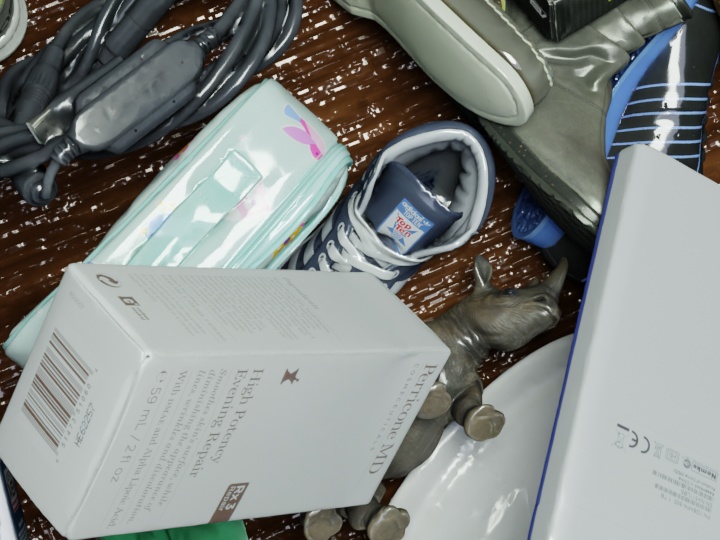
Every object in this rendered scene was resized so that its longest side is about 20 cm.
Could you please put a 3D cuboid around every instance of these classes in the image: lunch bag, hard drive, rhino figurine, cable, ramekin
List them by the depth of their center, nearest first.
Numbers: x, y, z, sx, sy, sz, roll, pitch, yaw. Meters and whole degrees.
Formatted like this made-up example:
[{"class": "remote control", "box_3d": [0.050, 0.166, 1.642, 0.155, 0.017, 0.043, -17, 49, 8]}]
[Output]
[{"class": "hard drive", "box_3d": [0.156, 0.057, 0.818, 0.131, 0.025, 0.201, 26, 65, -21]}, {"class": "lunch bag", "box_3d": [-0.091, -0.003, 0.888, 0.077, 0.160, 0.200, 43, 85, -5]}, {"class": "cable", "box_3d": [-0.115, -0.108, 0.892, 0.200, 0.163, 0.051, -43, 117, -17]}, {"class": "ramekin", "box_3d": [0.101, 0.139, 0.899, 0.105, 0.200, 0.200, 43, 86, -14]}, {"class": "rhino figurine", "box_3d": [0.038, 0.062, 0.938, 0.200, 0.087, 0.060, -46, 114, 1]}]

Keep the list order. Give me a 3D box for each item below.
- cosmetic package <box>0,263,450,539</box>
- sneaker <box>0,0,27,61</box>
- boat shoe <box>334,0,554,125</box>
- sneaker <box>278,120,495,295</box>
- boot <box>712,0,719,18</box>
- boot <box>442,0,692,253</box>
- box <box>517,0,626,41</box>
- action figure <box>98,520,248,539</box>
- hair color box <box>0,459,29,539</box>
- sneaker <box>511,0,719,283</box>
[{"class": "cosmetic package", "box_3d": [-0.059, 0.058, 0.805, 0.199, 0.074, 0.102, 1, 123, -47]}, {"class": "sneaker", "box_3d": [-0.238, -0.201, 0.905, 0.073, 0.087, 0.201, -28, 93, -5]}, {"class": "boat shoe", "box_3d": [0.038, -0.147, 0.905, 0.060, 0.072, 0.202, -35, 50, -13]}, {"class": "sneaker", "box_3d": [0.000, 0.000, 0.924, 0.070, 0.108, 0.200, 37, 87, -5]}, {"class": "boot", "box_3d": [0.266, -0.168, 0.922, 0.155, 0.200, 0.073, -44, 57, -6]}, {"class": "boot", "box_3d": [0.121, -0.103, 0.906, 0.130, 0.068, 0.200, -39, 50, 4]}, {"class": "box", "box_3d": [0.128, -0.247, 0.927, 0.192, 0.048, 0.200, -31, 66, -7]}, {"class": "action figure", "box_3d": [-0.076, 0.192, 0.932, 0.055, 0.118, 0.201, -39, 119, -42]}, {"class": "hair color box", "box_3d": [-0.214, 0.206, 0.927, 0.099, 0.061, 0.201, -14, 92, -7]}, {"class": "sneaker", "box_3d": [0.162, -0.083, 0.968, 0.078, 0.070, 0.201, 32, 87, -20]}]
